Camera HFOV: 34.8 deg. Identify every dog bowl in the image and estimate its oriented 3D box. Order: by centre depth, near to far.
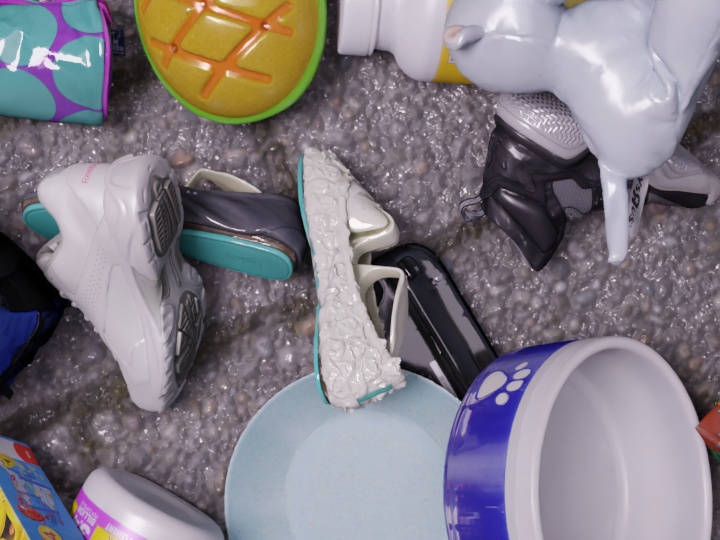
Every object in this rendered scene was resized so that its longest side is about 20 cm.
[{"bbox_3d":[0.147,0.147,0.760,0.199,0.078,0.203,8,78,-42],"label":"dog bowl"}]

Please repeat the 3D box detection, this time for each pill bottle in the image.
[{"bbox_3d":[-0.178,0.241,0.760,0.103,0.104,0.202,28,85,-4],"label":"pill bottle"},{"bbox_3d":[0.085,-0.186,0.801,0.197,0.112,0.114,2,87,-5],"label":"pill bottle"}]

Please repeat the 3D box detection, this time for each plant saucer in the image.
[{"bbox_3d":[0.006,0.162,0.801,0.198,0.039,0.204,1,96,7],"label":"plant saucer"}]

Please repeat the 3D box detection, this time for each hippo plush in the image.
[{"bbox_3d":[0.137,-0.143,0.708,0.159,0.159,0.202,26,112,11],"label":"hippo plush"}]

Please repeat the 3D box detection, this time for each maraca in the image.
[{"bbox_3d":[-0.094,-0.200,0.780,0.135,0.107,0.202,-12,98,10],"label":"maraca"}]

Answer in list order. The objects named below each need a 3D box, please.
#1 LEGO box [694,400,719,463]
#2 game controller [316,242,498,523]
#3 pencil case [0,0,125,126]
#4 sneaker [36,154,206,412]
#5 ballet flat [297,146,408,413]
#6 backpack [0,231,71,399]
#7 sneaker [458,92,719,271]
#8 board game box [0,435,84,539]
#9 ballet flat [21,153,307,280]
[{"bbox_3d":[0.352,0.096,0.803,0.200,0.077,0.149,-45,123,-6],"label":"LEGO box"},{"bbox_3d":[0.052,0.084,0.829,0.104,0.042,0.201,-31,90,8],"label":"game controller"},{"bbox_3d":[-0.264,-0.153,0.778,0.197,0.085,0.094,4,103,-6],"label":"pencil case"},{"bbox_3d":[-0.161,0.008,0.762,0.098,0.078,0.202,7,126,13],"label":"sneaker"},{"bbox_3d":[0.000,0.000,0.776,0.071,0.072,0.202,-3,61,-6],"label":"ballet flat"},{"bbox_3d":[-0.286,0.032,0.710,0.162,0.200,0.169,33,85,-4],"label":"backpack"},{"bbox_3d":[0.161,-0.055,0.825,0.198,0.076,0.115,14,117,-28],"label":"sneaker"},{"bbox_3d":[-0.246,0.236,0.705,0.201,0.056,0.196,-52,50,4],"label":"board game box"},{"bbox_3d":[-0.132,-0.043,0.801,0.197,0.073,0.074,10,87,1],"label":"ballet flat"}]
